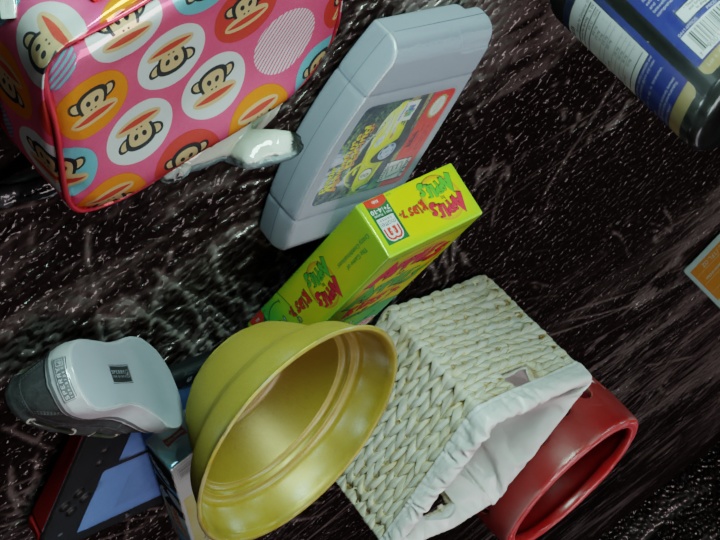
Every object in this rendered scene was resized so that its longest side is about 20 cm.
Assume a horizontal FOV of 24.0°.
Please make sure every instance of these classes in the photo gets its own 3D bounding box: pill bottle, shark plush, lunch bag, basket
[{"bbox_3d":[0.201,-0.187,1.160,0.111,0.200,0.112,-36,160,-16],"label":"pill bottle"},{"bbox_3d":[-0.120,-0.068,0.998,0.200,0.091,0.083,-38,-170,-26],"label":"shark plush"},{"bbox_3d":[-0.097,-0.136,0.873,0.199,0.082,0.177,-34,158,-21],"label":"lunch bag"},{"bbox_3d":[0.081,0.133,1.637,0.197,0.161,0.201,-16,148,-51],"label":"basket"}]

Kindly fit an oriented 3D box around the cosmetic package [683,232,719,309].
[{"bbox_3d":[0.538,0.037,2.250,0.102,0.200,0.071,-48,159,13],"label":"cosmetic package"}]

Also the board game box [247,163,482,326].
[{"bbox_3d":[0.000,0.000,1.311,0.101,0.048,0.200,-25,168,-37],"label":"board game box"}]

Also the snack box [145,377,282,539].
[{"bbox_3d":[-0.114,0.158,1.417,0.116,0.037,0.201,-38,157,-18],"label":"snack box"}]

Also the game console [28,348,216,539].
[{"bbox_3d":[-0.169,0.139,1.365,0.199,0.031,0.177,-20,150,-48],"label":"game console"}]

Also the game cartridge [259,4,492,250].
[{"bbox_3d":[0.006,-0.099,1.212,0.132,0.041,0.201,-16,146,-45],"label":"game cartridge"}]

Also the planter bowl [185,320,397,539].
[{"bbox_3d":[-0.070,0.100,1.272,0.200,0.083,0.201,-35,148,-26],"label":"planter bowl"}]

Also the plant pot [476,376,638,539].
[{"bbox_3d":[0.177,0.173,1.864,0.200,0.183,0.201,-36,160,-16],"label":"plant pot"}]

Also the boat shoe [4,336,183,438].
[{"bbox_3d":[-0.187,0.090,1.190,0.066,0.071,0.200,-21,172,12],"label":"boat shoe"}]
